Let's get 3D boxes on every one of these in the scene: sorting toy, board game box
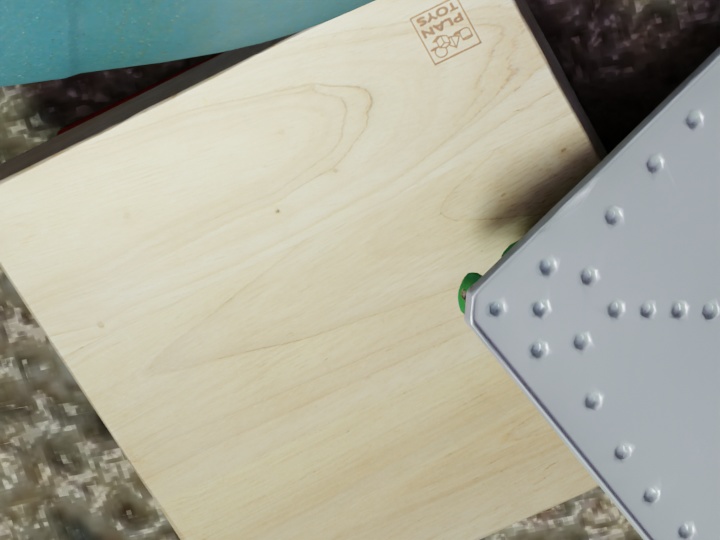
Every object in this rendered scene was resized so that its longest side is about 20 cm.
[{"bbox_3d":[0.000,0.000,0.954,0.199,0.070,0.199,-25,113,14],"label":"sorting toy"},{"bbox_3d":[0.156,0.012,0.922,0.200,0.026,0.200,-43,114,-8],"label":"board game box"}]

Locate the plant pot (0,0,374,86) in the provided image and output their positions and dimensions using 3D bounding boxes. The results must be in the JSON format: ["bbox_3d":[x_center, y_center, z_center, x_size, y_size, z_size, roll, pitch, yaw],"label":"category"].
[{"bbox_3d":[-0.037,-0.157,0.815,0.187,0.200,0.201,-3,117,-7],"label":"plant pot"}]
